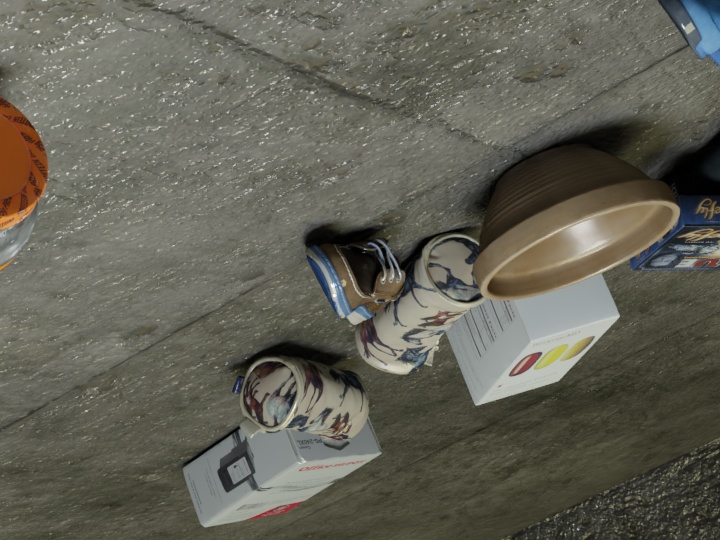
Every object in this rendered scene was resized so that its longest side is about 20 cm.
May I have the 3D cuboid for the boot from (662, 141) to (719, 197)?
[{"bbox_3d":[0.416,-0.101,1.914,0.200,0.077,0.168,-2,159,-32],"label":"boot"}]

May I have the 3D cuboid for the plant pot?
[{"bbox_3d":[0.189,-0.056,1.761,0.200,0.093,0.201,-18,163,-6],"label":"plant pot"}]

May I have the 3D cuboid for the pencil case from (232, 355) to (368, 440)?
[{"bbox_3d":[-0.060,0.143,2.056,0.089,0.078,0.200,-44,157,12],"label":"pencil case"}]

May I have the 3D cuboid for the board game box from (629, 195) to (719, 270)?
[{"bbox_3d":[0.389,-0.037,1.914,0.199,0.035,0.136,0,161,-15],"label":"board game box"}]

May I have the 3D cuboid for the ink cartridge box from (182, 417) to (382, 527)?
[{"bbox_3d":[-0.095,0.230,2.294,0.145,0.084,0.200,-2,154,-46],"label":"ink cartridge box"}]

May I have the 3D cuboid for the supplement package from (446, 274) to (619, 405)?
[{"bbox_3d":[0.180,0.051,2.038,0.113,0.110,0.200,-15,162,-19],"label":"supplement package"}]

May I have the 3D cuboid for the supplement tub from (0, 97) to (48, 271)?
[{"bbox_3d":[-0.290,-0.029,1.232,0.122,0.123,0.200,-6,157,-40],"label":"supplement tub"}]

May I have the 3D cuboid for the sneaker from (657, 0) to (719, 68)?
[{"bbox_3d":[0.293,-0.205,1.493,0.078,0.066,0.200,-35,160,20],"label":"sneaker"}]

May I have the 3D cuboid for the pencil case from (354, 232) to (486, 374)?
[{"bbox_3d":[0.068,0.035,1.910,0.089,0.078,0.200,9,152,-19],"label":"pencil case"}]

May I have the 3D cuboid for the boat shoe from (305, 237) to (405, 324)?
[{"bbox_3d":[0.000,0.000,1.762,0.072,0.072,0.200,-27,172,4],"label":"boat shoe"}]
